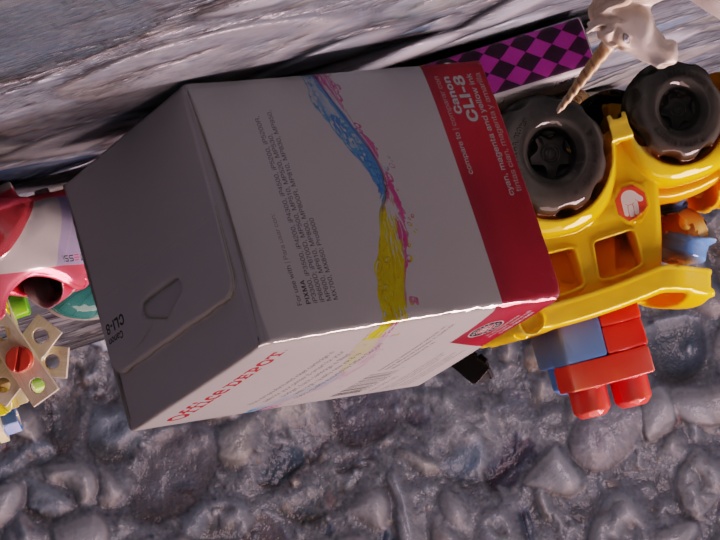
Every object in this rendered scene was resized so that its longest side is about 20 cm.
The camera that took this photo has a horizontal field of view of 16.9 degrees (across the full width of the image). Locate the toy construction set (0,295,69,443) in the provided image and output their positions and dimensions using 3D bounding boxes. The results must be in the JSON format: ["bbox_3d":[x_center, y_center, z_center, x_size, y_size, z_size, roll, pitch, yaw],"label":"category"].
[{"bbox_3d":[-0.259,0.052,1.675,0.092,0.132,0.200,-17,177,-15],"label":"toy construction set"}]

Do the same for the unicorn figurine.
[{"bbox_3d":[0.193,-0.141,1.187,0.136,0.074,0.200,13,151,-8],"label":"unicorn figurine"}]

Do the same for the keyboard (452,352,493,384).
[{"bbox_3d":[0.000,0.000,1.476,0.021,0.200,0.127,-52,172,4],"label":"keyboard"}]

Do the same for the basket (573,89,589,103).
[{"bbox_3d":[0.077,-0.074,1.655,0.199,0.149,0.143,-4,-130,54],"label":"basket"}]

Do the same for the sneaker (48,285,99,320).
[{"bbox_3d":[-0.131,-0.024,1.706,0.199,0.072,0.080,-22,175,-21],"label":"sneaker"}]

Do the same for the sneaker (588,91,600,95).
[{"bbox_3d":[0.142,-0.089,1.994,0.199,0.081,0.083,-19,-177,23],"label":"sneaker"}]

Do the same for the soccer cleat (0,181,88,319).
[{"bbox_3d":[-0.168,-0.017,1.414,0.066,0.077,0.200,-19,177,36],"label":"soccer cleat"}]

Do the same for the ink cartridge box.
[{"bbox_3d":[-0.029,-0.014,1.290,0.199,0.146,0.145,-8,164,-37],"label":"ink cartridge box"}]

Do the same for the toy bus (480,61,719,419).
[{"bbox_3d":[0.149,-0.016,1.458,0.199,0.193,0.136,-17,177,-16],"label":"toy bus"}]

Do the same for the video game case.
[{"bbox_3d":[0.037,-0.099,1.480,0.199,0.036,0.181,-17,177,0],"label":"video game case"}]
